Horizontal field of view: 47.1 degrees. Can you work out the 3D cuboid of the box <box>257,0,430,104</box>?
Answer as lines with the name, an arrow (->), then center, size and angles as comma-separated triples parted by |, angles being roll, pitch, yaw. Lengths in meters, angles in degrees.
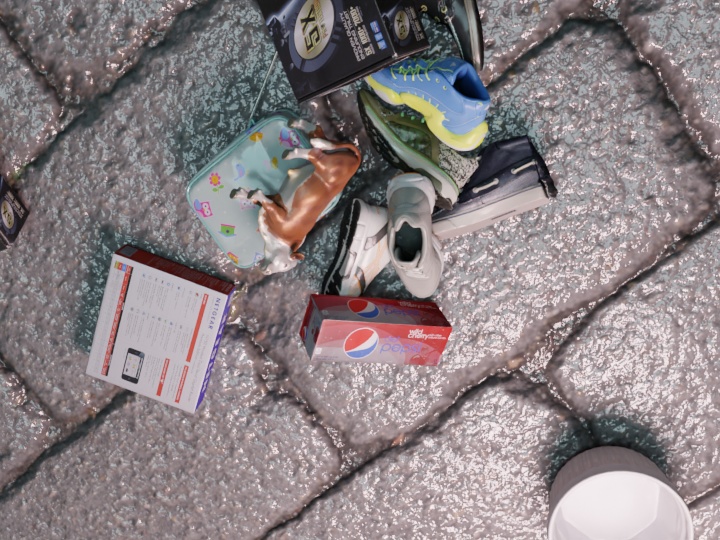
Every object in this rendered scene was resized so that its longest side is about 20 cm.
box -> -0.033, -0.327, 0.985 | 0.162, 0.086, 0.203 | -13, 103, 39

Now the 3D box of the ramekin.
ramekin -> 0.364, 0.351, 1.189 | 0.197, 0.105, 0.203 | 2, 106, 6

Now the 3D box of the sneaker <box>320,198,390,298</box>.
sneaker -> 0.000, 0.000, 1.147 | 0.079, 0.074, 0.202 | 6, 122, -25

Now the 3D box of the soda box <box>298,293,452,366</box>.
soda box -> 0.022, 0.082, 1.125 | 0.197, 0.064, 0.071 | 5, 119, -26

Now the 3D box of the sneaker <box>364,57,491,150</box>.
sneaker -> 0.087, -0.243, 1.031 | 0.199, 0.076, 0.105 | 38, 147, 8

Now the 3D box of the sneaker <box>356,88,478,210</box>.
sneaker -> 0.075, -0.173, 1.086 | 0.088, 0.077, 0.200 | -41, 81, -10

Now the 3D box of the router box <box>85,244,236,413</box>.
router box -> -0.297, 0.088, 1.223 | 0.177, 0.049, 0.202 | 20, 108, 1

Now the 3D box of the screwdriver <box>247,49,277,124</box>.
screwdriver -> -0.109, -0.285, 1.095 | 0.029, 0.028, 0.202 | 29, 107, 28

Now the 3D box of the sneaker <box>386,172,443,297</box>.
sneaker -> 0.063, -0.023, 1.057 | 0.074, 0.093, 0.201 | -1, 137, 14

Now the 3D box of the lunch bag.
lunch bag -> -0.129, -0.117, 1.126 | 0.199, 0.077, 0.161 | -34, 98, 15

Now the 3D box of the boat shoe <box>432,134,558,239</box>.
boat shoe -> 0.157, -0.109, 1.104 | 0.198, 0.075, 0.094 | -19, 81, 18

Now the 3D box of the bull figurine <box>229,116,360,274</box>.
bull figurine -> -0.085, -0.092, 1.043 | 0.121, 0.065, 0.201 | 33, 99, -39

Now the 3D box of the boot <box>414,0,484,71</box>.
boot -> 0.067, -0.334, 1.040 | 0.152, 0.074, 0.206 | -14, 100, 14

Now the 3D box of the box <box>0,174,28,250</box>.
box -> -0.602, -0.089, 1.155 | 0.197, 0.087, 0.165 | -17, 125, 12
